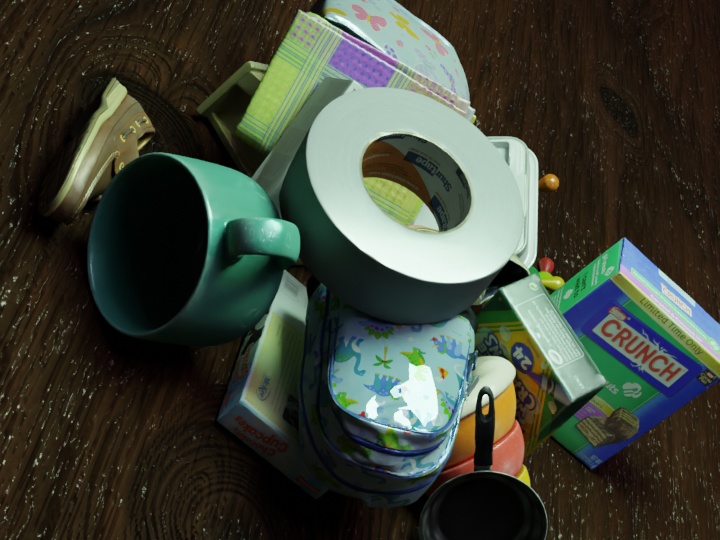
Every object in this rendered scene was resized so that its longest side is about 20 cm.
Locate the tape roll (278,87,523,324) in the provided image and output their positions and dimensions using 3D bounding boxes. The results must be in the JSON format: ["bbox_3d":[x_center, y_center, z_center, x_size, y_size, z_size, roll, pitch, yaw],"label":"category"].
[{"bbox_3d":[0.035,-0.056,1.378,0.199,0.066,0.201,15,50,-18],"label":"tape roll"}]

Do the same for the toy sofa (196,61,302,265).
[{"bbox_3d":[-0.067,-0.105,1.627,0.201,0.083,0.097,59,25,16],"label":"toy sofa"}]

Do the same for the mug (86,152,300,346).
[{"bbox_3d":[-0.126,-0.006,1.347,0.114,0.153,0.185,11,20,-48],"label":"mug"}]

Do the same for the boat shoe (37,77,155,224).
[{"bbox_3d":[-0.222,-0.097,1.420,0.067,0.072,0.200,38,29,-15],"label":"boat shoe"}]

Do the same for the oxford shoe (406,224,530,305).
[{"bbox_3d":[0.078,0.000,1.521,0.199,0.071,0.074,-14,32,-42],"label":"oxford shoe"}]

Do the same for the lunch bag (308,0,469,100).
[{"bbox_3d":[0.023,-0.186,1.648,0.199,0.127,0.170,33,27,-12],"label":"lunch bag"}]

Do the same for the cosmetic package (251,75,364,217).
[{"bbox_3d":[-0.059,-0.080,1.481,0.051,0.200,0.083,37,-4,-19],"label":"cosmetic package"}]

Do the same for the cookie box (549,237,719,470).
[{"bbox_3d":[0.259,0.090,1.724,0.171,0.200,0.075,40,31,-15],"label":"cookie box"}]

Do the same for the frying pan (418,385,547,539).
[{"bbox_3d":[0.094,0.193,1.441,0.031,0.114,0.191,-91,158,-66],"label":"frying pan"}]

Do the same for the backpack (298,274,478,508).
[{"bbox_3d":[0.020,0.098,1.377,0.162,0.154,0.201,21,64,-9],"label":"backpack"}]

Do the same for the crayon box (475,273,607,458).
[{"bbox_3d":[0.141,0.109,1.580,0.051,0.200,0.126,-22,71,-33],"label":"crayon box"}]

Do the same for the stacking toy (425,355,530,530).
[{"bbox_3d":[0.108,0.192,1.515,0.201,0.145,0.146,65,28,-10],"label":"stacking toy"}]

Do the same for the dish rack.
[{"bbox_3d":[0.080,-0.072,1.669,0.044,0.199,0.173,78,14,-54],"label":"dish rack"}]

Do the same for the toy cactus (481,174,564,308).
[{"bbox_3d":[0.166,-0.017,1.755,0.200,0.102,0.166,65,30,-46],"label":"toy cactus"}]

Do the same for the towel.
[{"bbox_3d":[-0.004,-0.137,1.545,0.199,0.144,0.023,29,2,-11],"label":"towel"}]

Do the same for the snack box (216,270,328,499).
[{"bbox_3d":[-0.054,0.097,1.456,0.116,0.037,0.200,40,31,-16],"label":"snack box"}]
